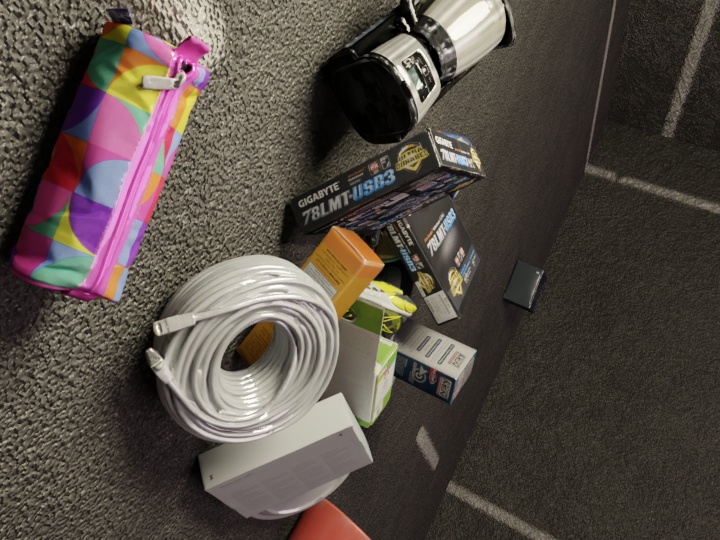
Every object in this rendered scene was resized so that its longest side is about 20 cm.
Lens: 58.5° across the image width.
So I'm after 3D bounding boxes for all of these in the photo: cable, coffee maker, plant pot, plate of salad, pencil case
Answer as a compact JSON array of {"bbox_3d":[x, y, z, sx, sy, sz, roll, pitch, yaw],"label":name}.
[{"bbox_3d":[-0.116,0.085,0.669,0.197,0.069,0.204,-26,127,-23],"label":"cable"},{"bbox_3d":[0.063,-0.250,0.776,0.200,0.135,0.192,-43,-177,-20],"label":"coffee maker"},{"bbox_3d":[-0.067,0.543,1.158,0.178,0.198,0.202,-47,151,-22],"label":"plant pot"},{"bbox_3d":[-0.095,0.307,0.985,0.196,0.048,0.204,-18,133,-20],"label":"plate of salad"},{"bbox_3d":[-0.178,-0.078,0.463,0.204,0.087,0.088,-68,158,1],"label":"pencil case"}]

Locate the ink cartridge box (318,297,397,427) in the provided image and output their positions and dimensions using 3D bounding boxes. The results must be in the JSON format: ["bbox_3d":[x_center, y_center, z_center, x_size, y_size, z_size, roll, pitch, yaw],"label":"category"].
[{"bbox_3d":[-0.024,0.094,0.887,0.076,0.145,0.204,-42,146,-51],"label":"ink cartridge box"}]

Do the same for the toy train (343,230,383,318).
[{"bbox_3d":[0.000,0.000,0.998,0.034,0.045,0.205,-34,138,-61],"label":"toy train"}]

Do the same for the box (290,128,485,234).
[{"bbox_3d":[0.042,-0.103,0.815,0.197,0.197,0.051,-11,79,-64],"label":"box"}]

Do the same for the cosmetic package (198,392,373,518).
[{"bbox_3d":[-0.091,0.247,0.842,0.196,0.052,0.152,-23,148,-2],"label":"cosmetic package"}]

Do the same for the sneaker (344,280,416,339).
[{"bbox_3d":[0.002,0.055,0.945,0.197,0.074,0.086,21,103,-38],"label":"sneaker"}]

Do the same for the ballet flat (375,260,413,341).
[{"bbox_3d":[0.046,0.052,1.107,0.073,0.071,0.205,62,41,-62],"label":"ballet flat"}]

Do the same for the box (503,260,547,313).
[{"bbox_3d":[0.627,0.065,2.433,0.152,0.105,0.199,-67,159,-1],"label":"box"}]

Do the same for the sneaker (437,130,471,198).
[{"bbox_3d":[0.159,-0.186,1.156,0.199,0.074,0.090,24,84,-67],"label":"sneaker"}]

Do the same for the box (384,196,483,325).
[{"bbox_3d":[0.126,-0.045,1.071,0.202,0.049,0.200,62,32,-13],"label":"box"}]

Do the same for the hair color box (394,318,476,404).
[{"bbox_3d":[0.097,0.149,1.151,0.100,0.196,0.062,-38,144,-49],"label":"hair color box"}]

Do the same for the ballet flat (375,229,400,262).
[{"bbox_3d":[0.075,-0.065,1.103,0.199,0.069,0.072,-26,134,-58],"label":"ballet flat"}]

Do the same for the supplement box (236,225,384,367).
[{"bbox_3d":[-0.062,0.045,0.779,0.201,0.069,0.066,-52,161,13],"label":"supplement box"}]
